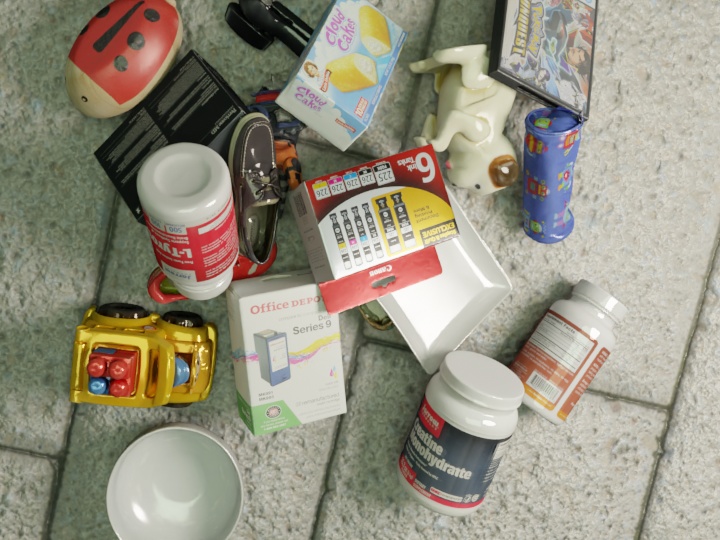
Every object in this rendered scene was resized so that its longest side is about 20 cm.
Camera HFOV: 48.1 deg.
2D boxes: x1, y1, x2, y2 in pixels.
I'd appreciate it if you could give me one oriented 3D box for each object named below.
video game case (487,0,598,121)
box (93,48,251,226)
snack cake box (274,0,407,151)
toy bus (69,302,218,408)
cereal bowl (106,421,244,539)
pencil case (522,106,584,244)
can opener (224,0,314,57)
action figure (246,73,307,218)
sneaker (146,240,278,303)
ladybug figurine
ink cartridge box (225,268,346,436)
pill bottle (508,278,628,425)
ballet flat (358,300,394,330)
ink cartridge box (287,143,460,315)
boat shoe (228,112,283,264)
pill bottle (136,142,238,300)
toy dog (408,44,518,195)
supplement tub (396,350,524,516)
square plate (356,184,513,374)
[{"bbox_3d":[0.261,-0.332,1.131,0.178,0.025,0.204,18,73,-31],"label":"video game case"},{"bbox_3d":[-0.243,-0.170,1.088,0.200,0.079,0.142,-43,60,7],"label":"box"},{"bbox_3d":[-0.022,-0.276,1.089,0.114,0.067,0.202,33,54,-17],"label":"snack cake box"},{"bbox_3d":[-0.298,0.128,1.098,0.195,0.192,0.139,7,94,-9],"label":"toy bus"},{"bbox_3d":[-0.265,0.315,1.175,0.195,0.083,0.205,-1,97,-6],"label":"cereal bowl"},{"bbox_3d":[0.272,-0.138,1.148,0.086,0.077,0.203,-38,139,-30],"label":"pencil case"},{"bbox_3d":[-0.095,-0.334,1.145,0.198,0.079,0.064,31,53,-12],"label":"can opener"},{"bbox_3d":[-0.142,-0.178,1.151,0.196,0.104,0.198,8,90,23],"label":"action figure"},{"bbox_3d":[-0.207,0.004,1.145,0.196,0.085,0.078,-21,107,-2],"label":"sneaker"},{"bbox_3d":[-0.324,-0.300,1.091,0.135,0.072,0.201,37,85,16],"label":"ladybug figurine"},{"bbox_3d":[-0.105,0.111,1.141,0.142,0.087,0.205,-9,104,-22],"label":"ink cartridge box"},{"bbox_3d":[0.308,0.119,1.206,0.111,0.112,0.202,35,91,-9],"label":"pill bottle"},{"bbox_3d":[0.000,0.000,1.180,0.070,0.065,0.202,-33,98,2],"label":"ballet flat"},{"bbox_3d":[0.026,-0.054,1.091,0.197,0.084,0.179,-19,92,-22],"label":"ink cartridge box"},{"bbox_3d":[-0.133,-0.103,1.059,0.071,0.065,0.204,-13,124,-36],"label":"boat shoe"},{"bbox_3d":[-0.211,-0.053,1.020,0.110,0.202,0.114,1,55,-2],"label":"pill bottle"},{"bbox_3d":[0.165,-0.210,1.156,0.190,0.139,0.205,-12,99,-25],"label":"toy dog"},{"bbox_3d":[0.144,0.235,1.164,0.138,0.141,0.203,16,110,-8],"label":"supplement tub"},{"bbox_3d":[0.108,0.011,1.185,0.200,0.028,0.200,-42,105,-21],"label":"square plate"}]
